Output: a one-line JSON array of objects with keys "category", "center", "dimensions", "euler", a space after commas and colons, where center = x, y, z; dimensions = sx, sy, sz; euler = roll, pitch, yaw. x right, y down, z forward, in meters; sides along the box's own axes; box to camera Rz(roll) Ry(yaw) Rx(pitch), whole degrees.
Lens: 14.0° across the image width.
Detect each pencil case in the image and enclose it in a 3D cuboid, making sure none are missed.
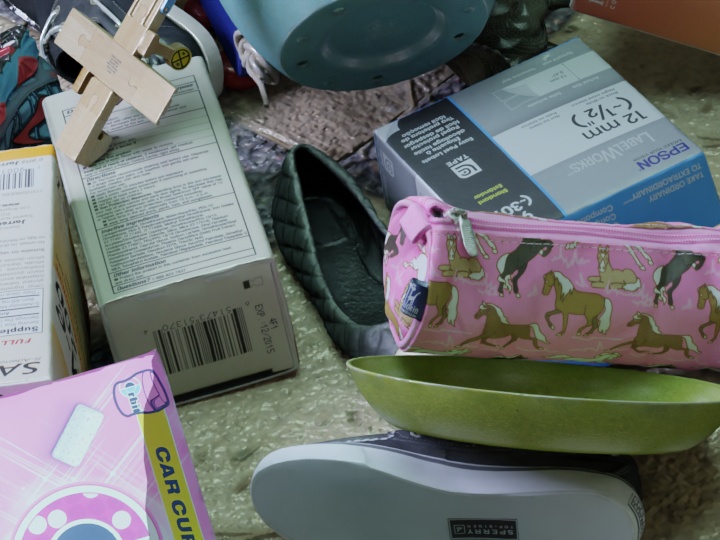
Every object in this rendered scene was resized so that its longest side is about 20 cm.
[{"category": "pencil case", "center": [0.113, 0.008, 1.537], "dimensions": [0.199, 0.083, 0.087], "euler": [5, -5, -12]}]

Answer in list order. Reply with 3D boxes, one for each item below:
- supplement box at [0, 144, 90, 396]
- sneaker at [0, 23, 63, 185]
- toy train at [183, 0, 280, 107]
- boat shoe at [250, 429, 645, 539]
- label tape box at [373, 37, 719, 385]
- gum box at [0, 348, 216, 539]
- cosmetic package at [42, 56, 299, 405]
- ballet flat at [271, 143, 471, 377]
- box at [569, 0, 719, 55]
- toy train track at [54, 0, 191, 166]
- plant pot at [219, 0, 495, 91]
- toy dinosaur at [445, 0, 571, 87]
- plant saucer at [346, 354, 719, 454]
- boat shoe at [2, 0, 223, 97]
[{"category": "supplement box", "center": [-0.187, 0.043, 1.563], "dimensions": [0.073, 0.126, 0.200], "euler": [-7, 40, 1]}, {"category": "sneaker", "center": [-0.209, -0.068, 1.720], "dimensions": [0.079, 0.096, 0.200], "euler": [-29, 21, 28]}, {"category": "toy train", "center": [-0.033, -0.156, 1.817], "dimensions": [0.115, 0.085, 0.200], "euler": [-6, 37, -17]}, {"category": "boat shoe", "center": [0.046, 0.107, 1.488], "dimensions": [0.199, 0.070, 0.066], "euler": [1, 33, 11]}, {"category": "label tape box", "center": [0.118, -0.036, 1.644], "dimensions": [0.143, 0.066, 0.200], "euler": [-25, 41, -17]}, {"category": "gum box", "center": [-0.122, 0.153, 1.402], "dimensions": [0.113, 0.066, 0.200], "euler": [-16, 71, -7]}, {"category": "cosmetic package", "center": [-0.109, -0.023, 1.656], "dimensions": [0.103, 0.087, 0.200], "euler": [-15, 41, -3]}, {"category": "ballet flat", "center": [0.000, 0.000, 1.631], "dimensions": [0.066, 0.057, 0.200], "euler": [-25, 42, -17]}, {"category": "box", "center": [0.242, -0.211, 1.721], "dimensions": [0.199, 0.153, 0.106], "euler": [16, 42, 0]}, {"category": "toy train track", "center": [-0.107, -0.147, 1.636], "dimensions": [0.115, 0.032, 0.200], "euler": [39, 103, 44]}, {"category": "plant pot", "center": [-0.004, -0.202, 1.698], "dimensions": [0.200, 0.201, 0.161], "euler": [-13, 67, -5]}, {"category": "toy dinosaur", "center": [0.082, -0.158, 1.792], "dimensions": [0.102, 0.077, 0.200], "euler": [-3, 42, -14]}, {"category": "plant saucer", "center": [0.091, 0.068, 1.471], "dimensions": [0.199, 0.031, 0.200], "euler": [5, 4, 0]}, {"category": "boat shoe", "center": [-0.172, -0.153, 1.838], "dimensions": [0.068, 0.072, 0.200], "euler": [-31, 45, -30]}]
